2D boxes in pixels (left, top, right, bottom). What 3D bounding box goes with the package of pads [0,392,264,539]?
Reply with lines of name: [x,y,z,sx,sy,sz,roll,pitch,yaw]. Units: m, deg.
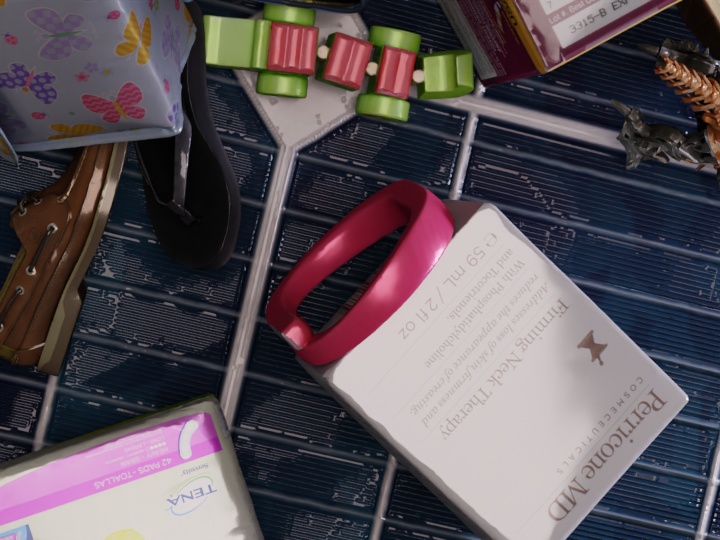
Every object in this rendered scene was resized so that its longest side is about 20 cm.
package of pads: [-0.172,0.191,1.587,0.199,0.068,0.155,-19,94,-7]

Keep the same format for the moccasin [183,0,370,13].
moccasin: [-0.083,-0.226,1.567,0.199,0.068,0.081,6,132,-3]

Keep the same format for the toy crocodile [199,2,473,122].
toy crocodile: [-0.017,-0.151,1.604,0.199,0.062,0.068,11,90,-8]

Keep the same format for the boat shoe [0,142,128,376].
boat shoe: [-0.214,-0.029,1.571,0.068,0.072,0.201,18,90,-5]

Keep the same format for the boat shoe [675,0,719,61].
boat shoe: [0.256,-0.231,1.639,0.064,0.071,0.201,-30,94,-6]

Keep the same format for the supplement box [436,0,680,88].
supplement box: [0.137,-0.203,1.556,0.131,0.200,0.104,-29,96,-7]

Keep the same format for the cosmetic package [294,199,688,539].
cosmetic package: [0.088,0.076,1.574,0.200,0.166,0.167,43,85,-8]

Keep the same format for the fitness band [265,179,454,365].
fitness band: [0.000,0.000,1.541,0.144,0.200,0.037,-44,103,-1]

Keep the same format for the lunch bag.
lunch bag: [-0.230,-0.163,1.495,0.199,0.170,0.128,-3,54,15]

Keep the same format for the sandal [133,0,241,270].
sandal: [-0.136,-0.096,1.582,0.076,0.043,0.201,-15,85,36]

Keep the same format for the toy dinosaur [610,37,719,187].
toy dinosaur: [0.261,-0.113,1.606,0.102,0.135,0.200,-49,140,-19]
